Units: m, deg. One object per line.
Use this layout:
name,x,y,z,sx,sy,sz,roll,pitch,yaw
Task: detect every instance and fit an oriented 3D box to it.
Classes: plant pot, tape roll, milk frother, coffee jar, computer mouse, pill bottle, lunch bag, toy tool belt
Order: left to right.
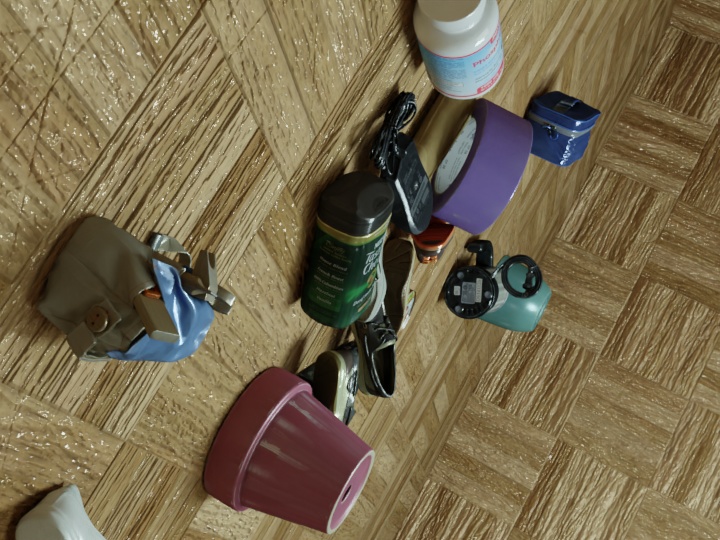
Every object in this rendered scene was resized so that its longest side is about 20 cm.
toy tool belt,-0.169,0.033,0.799,0.126,0.122,0.200,-64,164,3
plant pot,-0.087,0.261,1.294,0.200,0.178,0.201,-55,162,-28
coffee jar,-0.017,-0.028,1.233,0.104,0.085,0.201,-45,155,-46
computer mouse,0.051,-0.134,1.293,0.139,0.052,0.201,-64,148,-36
pill bottle,0.126,-0.308,1.208,0.109,0.108,0.200,-61,163,-7
tape roll,0.184,-0.165,1.491,0.201,0.085,0.200,-60,-166,25
milk frother,0.314,0.033,2.135,0.182,0.199,0.188,-70,163,9
plant pot,0.442,0.080,2.657,0.201,0.160,0.201,-53,160,-29
lunch bag,0.442,-0.325,2.092,0.200,0.135,0.133,-32,145,-58

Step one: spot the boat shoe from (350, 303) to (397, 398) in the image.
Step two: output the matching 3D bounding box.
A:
boat shoe,0.029,0.108,1.504,0.073,0.065,0.202,-23,114,-41

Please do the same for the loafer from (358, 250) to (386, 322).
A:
loafer,0.000,0.000,1.359,0.070,0.069,0.201,-54,153,-46

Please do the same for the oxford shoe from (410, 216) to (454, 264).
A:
oxford shoe,0.120,-0.043,1.548,0.200,0.071,0.073,-67,155,-75

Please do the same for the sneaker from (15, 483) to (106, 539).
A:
sneaker,-0.268,0.304,0.910,0.089,0.075,0.202,-62,146,-72

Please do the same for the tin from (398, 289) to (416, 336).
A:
tin,0.040,0.109,1.697,0.200,0.042,0.112,-52,164,-35

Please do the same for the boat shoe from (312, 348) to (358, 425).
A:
boat shoe,-0.037,0.207,1.399,0.066,0.072,0.202,-11,121,-36

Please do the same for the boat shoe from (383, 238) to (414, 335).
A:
boat shoe,0.050,0.044,1.573,0.072,0.072,0.202,-18,122,-76

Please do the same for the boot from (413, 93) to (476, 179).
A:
boot,0.116,-0.176,1.454,0.201,0.066,0.175,-58,164,-24

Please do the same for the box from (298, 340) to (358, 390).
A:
box,-0.061,0.216,1.532,0.200,0.046,0.160,-25,139,-64
